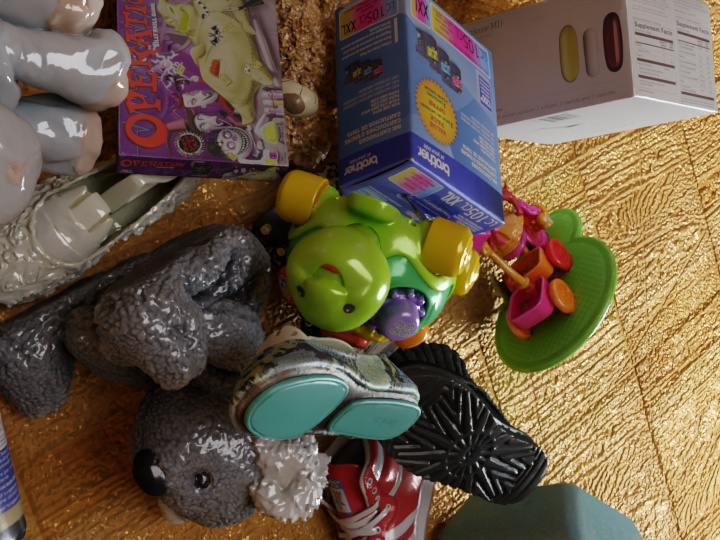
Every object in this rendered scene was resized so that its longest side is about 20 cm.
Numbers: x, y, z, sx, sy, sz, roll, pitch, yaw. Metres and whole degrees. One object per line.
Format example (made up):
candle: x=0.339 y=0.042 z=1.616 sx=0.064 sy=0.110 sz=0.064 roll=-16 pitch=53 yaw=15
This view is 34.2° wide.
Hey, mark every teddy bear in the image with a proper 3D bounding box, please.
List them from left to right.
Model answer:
teddy bear: x=-0.047 y=-0.184 z=0.967 sx=0.145 sy=0.066 sz=0.201 roll=49 pitch=53 yaw=-27

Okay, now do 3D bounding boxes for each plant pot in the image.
plant pot: x=0.166 y=0.305 z=1.045 sx=0.195 sy=0.195 sz=0.201 roll=35 pitch=53 yaw=-37

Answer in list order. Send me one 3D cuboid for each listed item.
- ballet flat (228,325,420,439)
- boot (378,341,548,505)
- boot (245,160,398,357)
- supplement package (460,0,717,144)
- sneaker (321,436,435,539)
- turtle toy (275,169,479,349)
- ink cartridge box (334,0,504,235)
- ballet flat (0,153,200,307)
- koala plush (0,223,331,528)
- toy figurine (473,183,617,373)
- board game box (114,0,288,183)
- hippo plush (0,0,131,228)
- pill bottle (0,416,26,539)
ballet flat: x=-0.031 y=0.070 z=0.740 sx=0.200 sy=0.074 sz=0.075 roll=25 pitch=66 yaw=-61
boot: x=0.051 y=0.103 z=0.963 sx=0.079 sy=0.158 sz=0.211 roll=-45 pitch=133 yaw=5
boot: x=-0.042 y=0.024 z=0.934 sx=0.200 sy=0.073 sz=0.151 roll=-40 pitch=93 yaw=-5
supplement package: x=0.219 y=-0.198 z=1.145 sx=0.155 sy=0.199 sz=0.112 roll=0 pitch=85 yaw=-45
sneaker: x=0.006 y=0.224 z=0.967 sx=0.112 sy=0.071 sz=0.202 roll=27 pitch=59 yaw=-45
turtle toy: x=0.000 y=0.000 z=0.815 sx=0.200 sy=0.145 sz=0.102 roll=47 pitch=63 yaw=-77
ink cartridge box: x=0.049 y=-0.110 z=0.941 sx=0.136 sy=0.076 sz=0.202 roll=27 pitch=55 yaw=-46
ballet flat: x=-0.180 y=-0.050 z=0.815 sx=0.200 sy=0.071 sz=0.072 roll=-42 pitch=114 yaw=-40
koala plush: x=-0.113 y=0.086 z=0.798 sx=0.184 sy=0.176 sz=0.201 roll=-37 pitch=108 yaw=-52
toy figurine: x=0.124 y=-0.033 z=1.098 sx=0.184 sy=0.150 sz=0.201 roll=36 pitch=38 yaw=-26
board game box: x=-0.117 y=-0.158 z=0.843 sx=0.119 sy=0.032 sz=0.202 roll=0 pitch=64 yaw=-14
hippo plush: x=-0.222 y=-0.114 z=0.676 sx=0.201 sy=0.158 sz=0.161 roll=58 pitch=7 yaw=-27
pill bottle: x=-0.269 y=0.075 z=0.675 sx=0.111 sy=0.111 sz=0.202 roll=-18 pitch=97 yaw=-45
